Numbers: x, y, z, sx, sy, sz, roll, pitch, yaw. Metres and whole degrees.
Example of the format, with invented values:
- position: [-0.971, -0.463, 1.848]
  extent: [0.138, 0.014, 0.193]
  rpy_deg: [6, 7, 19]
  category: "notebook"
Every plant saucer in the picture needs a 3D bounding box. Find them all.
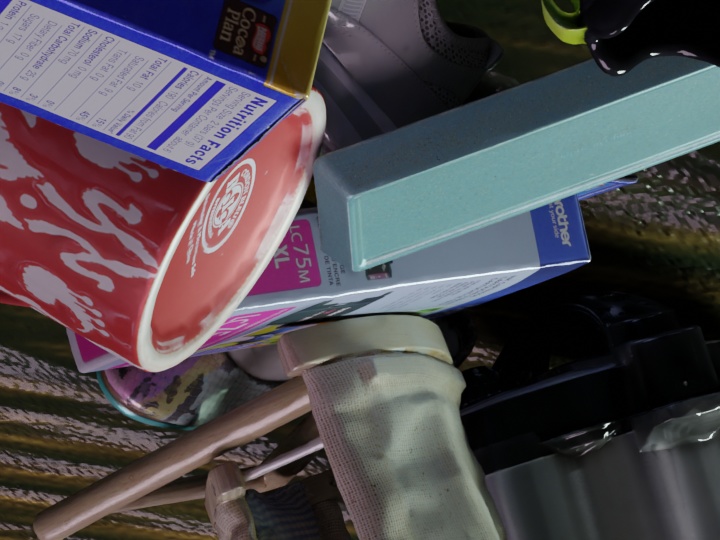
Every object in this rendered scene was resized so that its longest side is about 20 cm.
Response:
- position: [0.080, -0.049, 0.957]
  extent: [0.200, 0.019, 0.070]
  rpy_deg: [-21, 154, -8]
  category: "plant saucer"

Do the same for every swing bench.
- position: [-0.001, 0.144, 1.096]
  extent: [0.130, 0.199, 0.200]
  rpy_deg: [-6, 160, -43]
  category: "swing bench"

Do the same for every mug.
- position: [-0.118, -0.058, 0.937]
  extent: [0.200, 0.134, 0.178]
  rpy_deg: [31, 173, 15]
  category: "mug"

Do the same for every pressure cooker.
- position: [0.113, 0.108, 1.179]
  extent: [0.176, 0.200, 0.179]
  rpy_deg: [-21, 170, 24]
  category: "pressure cooker"

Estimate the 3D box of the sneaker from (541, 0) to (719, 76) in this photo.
- position: [0.160, -0.083, 0.897]
  extent: [0.199, 0.083, 0.072]
  rpy_deg: [6, 154, 12]
  category: "sneaker"

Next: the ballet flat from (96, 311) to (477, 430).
- position: [-0.023, 0.026, 1.165]
  extent: [0.071, 0.069, 0.200]
  rpy_deg: [-33, 158, 35]
  category: "ballet flat"

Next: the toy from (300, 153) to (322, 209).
- position: [-0.030, -0.035, 1.092]
  extent: [0.115, 0.047, 0.200]
  rpy_deg: [-5, 173, -17]
  category: "toy"

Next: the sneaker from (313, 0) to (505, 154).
- position: [-0.021, -0.120, 0.932]
  extent: [0.075, 0.082, 0.200]
  rpy_deg: [42, 170, 50]
  category: "sneaker"

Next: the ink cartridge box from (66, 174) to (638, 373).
- position: [0.000, 0.000, 1.063]
  extent: [0.200, 0.042, 0.119]
  rpy_deg: [-11, 174, -34]
  category: "ink cartridge box"

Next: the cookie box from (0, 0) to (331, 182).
- position: [-0.098, -0.144, 0.784]
  extent: [0.200, 0.172, 0.075]
  rpy_deg: [21, 155, -20]
  category: "cookie box"
